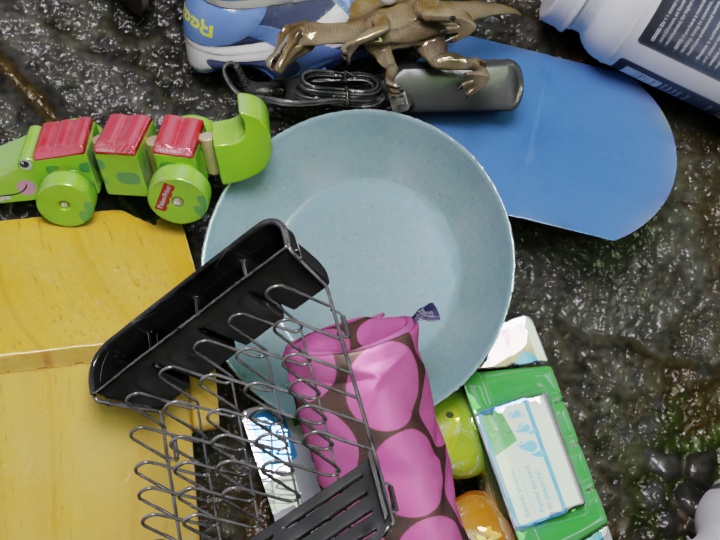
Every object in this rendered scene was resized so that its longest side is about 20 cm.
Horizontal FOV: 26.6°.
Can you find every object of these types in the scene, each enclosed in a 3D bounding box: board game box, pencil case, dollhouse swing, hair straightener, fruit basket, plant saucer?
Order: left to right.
[{"bbox_3d":[-0.197,0.088,0.953,0.200,0.176,0.182,-7,36,-12],"label":"dollhouse swing"},{"bbox_3d":[0.000,0.000,0.956,0.201,0.039,0.201,-2,82,13],"label":"plant saucer"},{"bbox_3d":[0.011,-0.123,0.989,0.200,0.077,0.041,3,97,-10],"label":"hair straightener"},{"bbox_3d":[0.021,0.124,0.876,0.091,0.094,0.200,-12,97,5],"label":"pencil case"},{"bbox_3d":[0.047,0.142,0.958,0.200,0.094,0.185,-16,80,-11],"label":"fruit basket"},{"bbox_3d":[0.115,-0.083,1.050,0.200,0.039,0.158,14,51,2],"label":"board game box"}]

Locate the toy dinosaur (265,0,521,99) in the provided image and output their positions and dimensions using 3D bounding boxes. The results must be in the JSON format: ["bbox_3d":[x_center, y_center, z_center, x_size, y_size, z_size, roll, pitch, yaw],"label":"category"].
[{"bbox_3d":[0.042,-0.156,0.968,0.200,0.058,0.101,-13,38,-24],"label":"toy dinosaur"}]

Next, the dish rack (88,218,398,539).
[{"bbox_3d":[-0.062,0.090,0.793,0.055,0.153,0.200,31,31,-42],"label":"dish rack"}]

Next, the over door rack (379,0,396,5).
[{"bbox_3d":[-0.023,-0.231,0.982,0.200,0.148,0.067,3,119,-25],"label":"over door rack"}]

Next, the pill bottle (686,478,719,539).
[{"bbox_3d":[0.291,0.160,0.988,0.200,0.116,0.116,-41,87,-17],"label":"pill bottle"}]

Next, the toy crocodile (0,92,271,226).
[{"bbox_3d":[-0.151,-0.072,0.961,0.200,0.062,0.068,-2,44,12],"label":"toy crocodile"}]

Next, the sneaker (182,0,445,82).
[{"bbox_3d":[-0.031,-0.170,1.035,0.200,0.082,0.074,0,39,-26],"label":"sneaker"}]

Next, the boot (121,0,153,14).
[{"bbox_3d":[-0.103,-0.284,1.053,0.200,0.064,0.187,-20,79,-19],"label":"boot"}]

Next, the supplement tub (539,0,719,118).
[{"bbox_3d":[0.240,-0.187,1.053,0.200,0.140,0.140,25,73,-5],"label":"supplement tub"}]
